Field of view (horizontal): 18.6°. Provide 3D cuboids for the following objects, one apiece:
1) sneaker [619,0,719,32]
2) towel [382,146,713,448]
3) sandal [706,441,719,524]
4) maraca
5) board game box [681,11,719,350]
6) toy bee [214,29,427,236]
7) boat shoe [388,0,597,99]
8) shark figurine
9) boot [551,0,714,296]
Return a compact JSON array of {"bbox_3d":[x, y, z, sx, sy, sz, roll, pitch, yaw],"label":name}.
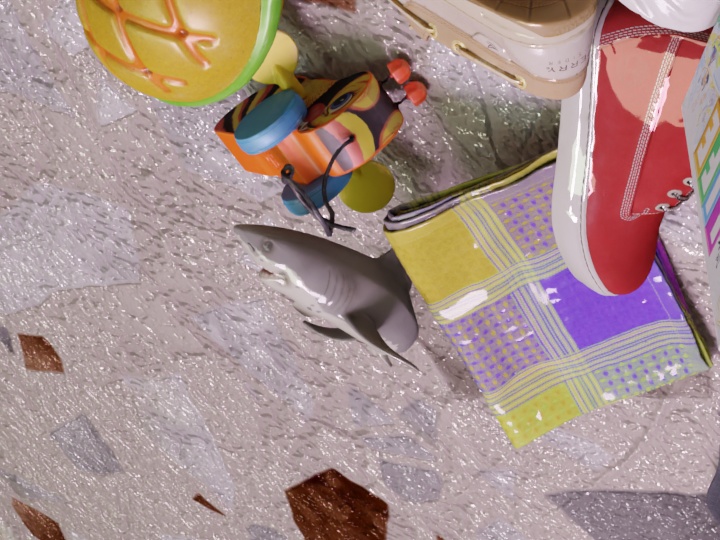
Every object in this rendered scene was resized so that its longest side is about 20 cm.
[{"bbox_3d":[0.108,-0.202,1.037,0.199,0.078,0.099,29,144,-1],"label":"sneaker"},{"bbox_3d":[0.112,0.014,1.297,0.143,0.023,0.200,-21,125,14],"label":"towel"},{"bbox_3d":[0.256,0.117,1.356,0.076,0.043,0.200,41,162,10],"label":"sandal"},{"bbox_3d":[-0.093,-0.174,1.259,0.137,0.107,0.200,53,135,2],"label":"maraca"},{"bbox_3d":[0.182,-0.072,0.941,0.034,0.200,0.135,14,123,-6],"label":"board game box"},{"bbox_3d":[-0.012,-0.082,1.324,0.200,0.109,0.131,45,172,46],"label":"toy bee"},{"bbox_3d":[0.045,-0.147,1.130,0.200,0.074,0.069,42,153,41],"label":"boat shoe"},{"bbox_3d":[0.016,0.010,1.358,0.128,0.090,0.214,30,176,20],"label":"shark figurine"},{"bbox_3d":[0.178,-0.049,1.156,0.144,0.072,0.201,21,138,25],"label":"boot"}]
